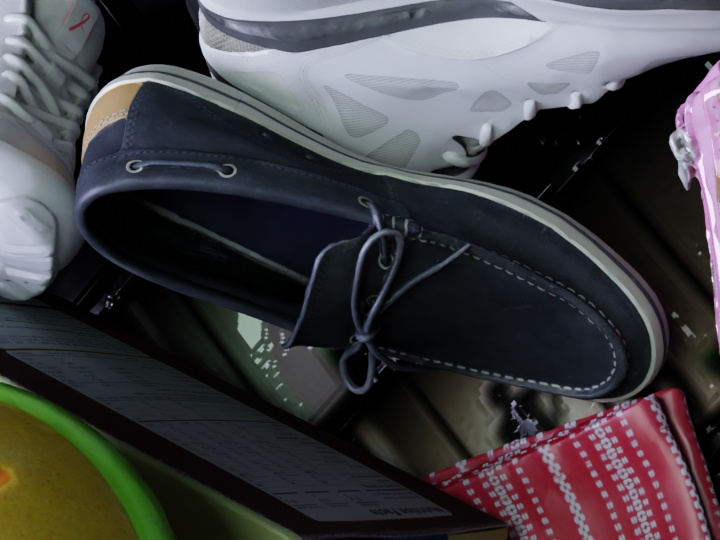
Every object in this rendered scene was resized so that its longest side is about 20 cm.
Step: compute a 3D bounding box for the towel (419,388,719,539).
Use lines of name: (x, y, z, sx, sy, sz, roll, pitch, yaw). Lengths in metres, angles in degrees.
towel: (0.037, 0.136, 0.931, 0.200, 0.022, 0.145, -23, 74, 29)

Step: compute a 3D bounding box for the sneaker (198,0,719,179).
sneaker: (0.047, -0.068, 0.924, 0.200, 0.116, 0.076, 1, 42, 10)

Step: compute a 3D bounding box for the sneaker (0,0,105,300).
sneaker: (-0.125, -0.058, 0.981, 0.099, 0.078, 0.200, -46, 27, -4)

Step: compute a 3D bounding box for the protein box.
protein box: (-0.094, 0.132, 0.918, 0.200, 0.135, 0.199, 25, 100, 29)

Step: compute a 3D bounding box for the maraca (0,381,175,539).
maraca: (-0.133, 0.095, 0.802, 0.199, 0.107, 0.138, 10, 85, 30)

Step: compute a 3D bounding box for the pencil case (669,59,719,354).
pencil case: (0.145, 0.032, 0.833, 0.086, 0.083, 0.201, -12, 80, 31)

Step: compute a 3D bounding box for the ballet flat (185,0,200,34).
ballet flat: (-0.056, -0.146, 1.006, 0.057, 0.067, 0.200, -23, 70, -12)

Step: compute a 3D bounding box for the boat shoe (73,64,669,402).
boat shoe: (0.000, 0.000, 0.899, 0.199, 0.062, 0.075, 23, 134, 0)
